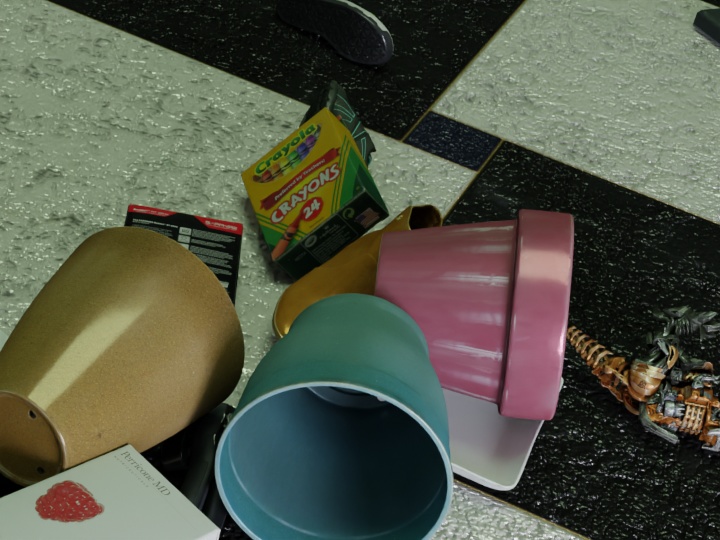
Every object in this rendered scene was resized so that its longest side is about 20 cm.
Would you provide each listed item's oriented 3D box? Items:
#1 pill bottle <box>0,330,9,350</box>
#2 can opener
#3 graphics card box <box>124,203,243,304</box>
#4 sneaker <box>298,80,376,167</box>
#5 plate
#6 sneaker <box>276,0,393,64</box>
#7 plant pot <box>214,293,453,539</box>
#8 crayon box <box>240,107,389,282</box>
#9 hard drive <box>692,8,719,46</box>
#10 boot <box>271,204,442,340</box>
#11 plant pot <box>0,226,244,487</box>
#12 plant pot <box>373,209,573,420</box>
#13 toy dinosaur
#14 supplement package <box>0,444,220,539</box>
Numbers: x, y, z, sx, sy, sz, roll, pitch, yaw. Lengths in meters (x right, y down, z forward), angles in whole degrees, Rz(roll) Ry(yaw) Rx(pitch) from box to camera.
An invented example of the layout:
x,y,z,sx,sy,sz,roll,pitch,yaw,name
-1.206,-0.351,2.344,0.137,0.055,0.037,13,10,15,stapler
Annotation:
x,y,z,sx,sy,sz,roll,pitch,yaw,name
-0.353,0.130,1.437,0.111,0.111,0.200,15,34,0,pill bottle
-0.135,0.189,1.498,0.063,0.079,0.200,45,27,-27,can opener
-0.187,0.014,1.726,0.125,0.051,0.200,10,33,-8,graphics card box
-0.027,-0.153,2.031,0.079,0.075,0.200,29,30,-18,sneaker
0.080,0.129,1.677,0.199,0.032,0.200,22,34,9,plate
-0.022,-0.343,2.289,0.200,0.072,0.083,34,37,26,sneaker
-0.013,0.125,1.499,0.200,0.200,0.188,14,32,-2,plant pot
-0.056,-0.092,1.866,0.051,0.127,0.200,43,14,-37,crayon box
0.611,-0.334,2.554,0.139,0.033,0.200,-9,41,-31,hard drive
0.001,0.000,1.727,0.071,0.144,0.201,49,34,-3,boot
-0.226,0.088,1.427,0.186,0.187,0.200,26,36,16,plant pot
0.103,0.036,1.628,0.179,0.200,0.200,6,34,2,plant pot
0.307,0.106,1.753,0.200,0.102,0.136,41,54,0,toy dinosaur
-0.227,0.241,1.317,0.200,0.120,0.121,-21,46,-42,supplement package
